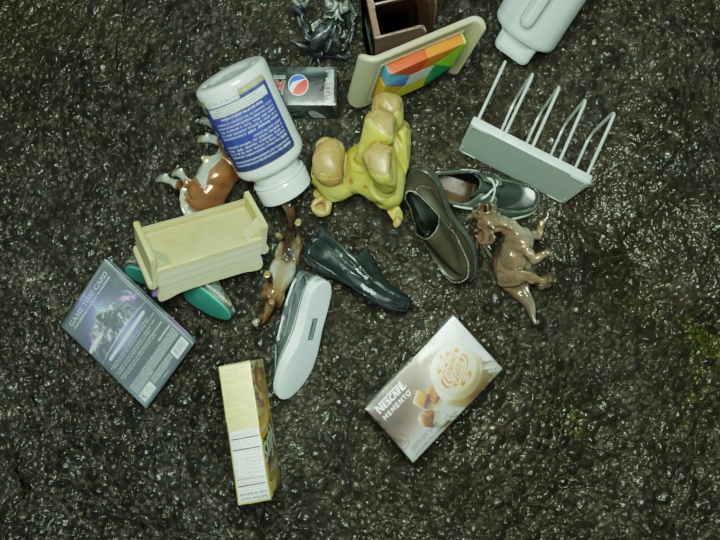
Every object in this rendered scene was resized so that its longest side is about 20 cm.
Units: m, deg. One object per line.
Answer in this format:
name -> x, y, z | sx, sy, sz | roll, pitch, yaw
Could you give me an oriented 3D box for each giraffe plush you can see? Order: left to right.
giraffe plush -> -0.009, -0.166, 1.108 | 0.157, 0.203, 0.175 | 2, 46, 16

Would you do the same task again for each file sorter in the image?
file sorter -> 0.274, -0.218, 1.104 | 0.196, 0.139, 0.127 | 26, 84, 3

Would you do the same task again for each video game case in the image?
video game case -> -0.377, 0.102, 1.134 | 0.199, 0.019, 0.144 | 42, 104, 5

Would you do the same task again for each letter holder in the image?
letter holder -> 0.077, -0.381, 1.088 | 0.138, 0.200, 0.104 | -12, 85, 0

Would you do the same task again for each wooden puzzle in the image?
wooden puzzle -> 0.082, -0.310, 1.078 | 0.195, 0.185, 0.038 | -20, 86, -9

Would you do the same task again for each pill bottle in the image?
pill bottle -> -0.156, -0.208, 1.078 | 0.117, 0.120, 0.203 | -26, 117, -1

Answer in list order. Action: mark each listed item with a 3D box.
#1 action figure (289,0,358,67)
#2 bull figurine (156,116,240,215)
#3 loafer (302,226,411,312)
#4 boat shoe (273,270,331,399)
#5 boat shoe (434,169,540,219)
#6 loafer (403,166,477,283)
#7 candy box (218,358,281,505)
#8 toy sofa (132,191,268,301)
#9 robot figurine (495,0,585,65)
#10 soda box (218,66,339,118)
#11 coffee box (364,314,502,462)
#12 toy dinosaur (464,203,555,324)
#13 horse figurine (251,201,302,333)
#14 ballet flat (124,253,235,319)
action figure -> -0.051, -0.424, 1.146 | 0.116, 0.103, 0.203 | 9, 127, -24
bull figurine -> -0.249, -0.144, 1.134 | 0.121, 0.064, 0.203 | 41, 75, -40
loafer -> 0.000, 0.000, 1.126 | 0.197, 0.068, 0.072 | 30, 96, 7
boat shoe -> -0.108, 0.101, 1.125 | 0.067, 0.071, 0.206 | 23, 101, 36
boat shoe -> 0.197, -0.124, 1.133 | 0.194, 0.068, 0.074 | 9, 86, 0
loafer -> 0.116, -0.059, 1.100 | 0.071, 0.072, 0.203 | -44, 110, -44
candy box -> -0.170, 0.244, 1.087 | 0.054, 0.115, 0.206 | -10, 85, 1
toy sofa -> -0.244, -0.039, 1.079 | 0.196, 0.099, 0.084 | -19, 57, -25
robot figurine -> 0.292, -0.430, 1.104 | 0.111, 0.170, 0.202 | 33, 125, 1
soda box -> -0.133, -0.291, 1.151 | 0.193, 0.071, 0.065 | 1, 84, 1
coffee box -> 0.112, 0.183, 1.103 | 0.200, 0.080, 0.115 | -44, 86, -2
toy dinosaur -> 0.239, -0.019, 1.118 | 0.131, 0.086, 0.206 | -5, 105, 12
horse figurine -> -0.127, -0.006, 1.114 | 0.048, 0.133, 0.205 | 15, 74, 0
ballet flat -> -0.282, 0.010, 1.136 | 0.196, 0.072, 0.074 | 23, 86, 4
